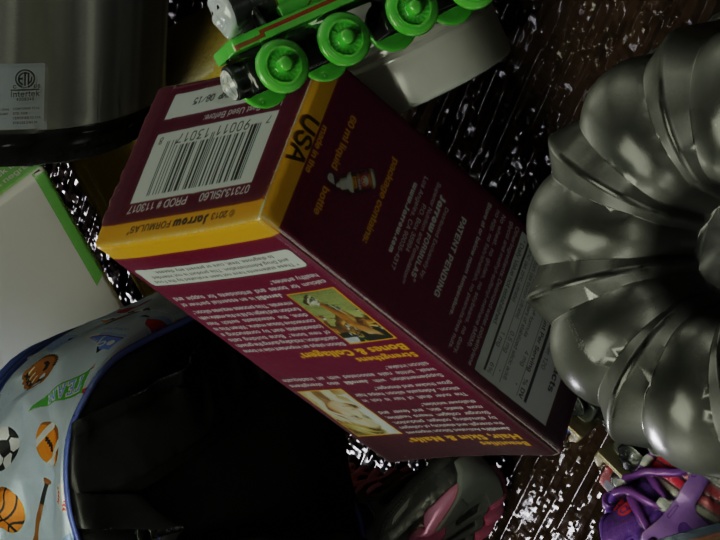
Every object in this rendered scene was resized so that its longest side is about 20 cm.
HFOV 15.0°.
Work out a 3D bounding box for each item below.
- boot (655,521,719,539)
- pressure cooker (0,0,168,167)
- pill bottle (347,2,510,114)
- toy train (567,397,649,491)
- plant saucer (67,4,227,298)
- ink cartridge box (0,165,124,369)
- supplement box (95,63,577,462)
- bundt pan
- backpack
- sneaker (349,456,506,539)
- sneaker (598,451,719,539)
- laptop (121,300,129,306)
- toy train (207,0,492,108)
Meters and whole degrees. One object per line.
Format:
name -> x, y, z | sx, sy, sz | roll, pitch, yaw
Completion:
boot -> 0.218, 0.137, 1.111 | 0.199, 0.075, 0.097 | -13, 80, 8
pressure cooker -> -0.169, -0.164, 1.271 | 0.178, 0.176, 0.201 | 20, 117, 36
pill bottle -> -0.013, -0.168, 1.175 | 0.111, 0.111, 0.200 | -16, 103, 47
toy train -> 0.135, 0.094, 1.262 | 0.200, 0.034, 0.046 | 44, 148, 13
plant saucer -> -0.061, -0.026, 1.358 | 0.200, 0.048, 0.200 | -24, 97, 47
ink cartridge box -> -0.210, -0.022, 1.391 | 0.200, 0.084, 0.146 | 39, 161, 45
supplement box -> 0.000, 0.000, 1.192 | 0.110, 0.086, 0.200 | -7, 144, 46
bundt pan -> 0.149, -0.008, 1.092 | 0.201, 0.076, 0.202 | 1, 91, 34
backpack -> -0.096, 0.098, 1.265 | 0.154, 0.190, 0.201 | -11, 95, 34
sneaker -> -0.003, 0.129, 1.389 | 0.096, 0.079, 0.200 | 59, 138, 14
sneaker -> 0.145, 0.092, 1.171 | 0.081, 0.083, 0.201 | -148, 65, -66
laptop -> -0.151, 0.120, 1.447 | 0.187, 0.116, 0.200 | 26, 139, 49
toy train -> 0.025, -0.125, 1.110 | 0.057, 0.200, 0.042 | 65, 160, 0
